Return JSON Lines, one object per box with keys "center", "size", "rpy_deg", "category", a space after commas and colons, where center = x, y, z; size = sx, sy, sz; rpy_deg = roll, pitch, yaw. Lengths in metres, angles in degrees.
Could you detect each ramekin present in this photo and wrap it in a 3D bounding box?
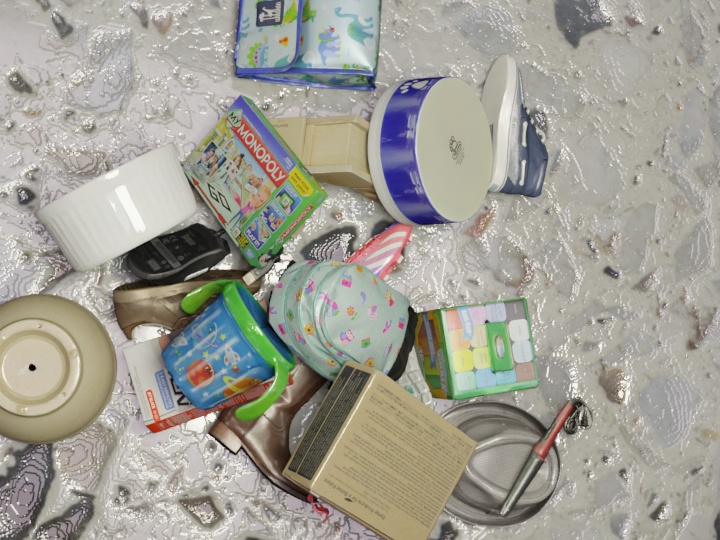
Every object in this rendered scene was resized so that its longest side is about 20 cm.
{"center": [-0.308, -0.078, 1.500], "size": [0.200, 0.200, 0.098], "rpy_deg": [-28, 98, -12], "category": "ramekin"}

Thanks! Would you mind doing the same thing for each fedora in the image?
{"center": [0.193, 0.270, 1.611], "size": [0.200, 0.090, 0.177], "rpy_deg": [16, 82, -9], "category": "fedora"}

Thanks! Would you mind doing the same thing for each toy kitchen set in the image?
{"center": [-0.060, -0.107, 1.610], "size": [0.200, 0.180, 0.164], "rpy_deg": [0, 79, 29], "category": "toy kitchen set"}

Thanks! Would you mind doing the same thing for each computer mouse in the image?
{"center": [-0.201, -0.009, 1.547], "size": [0.200, 0.046, 0.140], "rpy_deg": [-30, 56, -34], "category": "computer mouse"}

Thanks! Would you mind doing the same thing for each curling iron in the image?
{"center": [0.250, 0.253, 1.570], "size": [0.050, 0.026, 0.200], "rpy_deg": [44, 71, -10], "category": "curling iron"}

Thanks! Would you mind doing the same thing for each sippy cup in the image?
{"center": [-0.171, 0.102, 1.453], "size": [0.130, 0.178, 0.140], "rpy_deg": [-35, 109, 3], "category": "sippy cup"}

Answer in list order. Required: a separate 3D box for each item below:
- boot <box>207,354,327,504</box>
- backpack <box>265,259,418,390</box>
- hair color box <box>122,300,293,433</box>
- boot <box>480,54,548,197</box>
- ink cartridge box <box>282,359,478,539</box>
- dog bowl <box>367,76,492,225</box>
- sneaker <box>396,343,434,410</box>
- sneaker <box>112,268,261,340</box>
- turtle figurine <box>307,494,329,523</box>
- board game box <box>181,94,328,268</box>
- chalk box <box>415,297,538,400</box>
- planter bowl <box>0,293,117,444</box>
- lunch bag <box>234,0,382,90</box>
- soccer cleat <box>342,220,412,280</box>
{"center": [-0.080, 0.194, 1.586], "size": [0.186, 0.064, 0.200], "rpy_deg": [39, 75, -6], "category": "boot"}
{"center": [-0.020, 0.061, 1.476], "size": [0.200, 0.126, 0.167], "rpy_deg": [38, 59, -39], "category": "backpack"}
{"center": [-0.201, 0.127, 1.540], "size": [0.200, 0.064, 0.111], "rpy_deg": [-19, 72, -5], "category": "hair color box"}
{"center": [0.226, -0.206, 1.682], "size": [0.090, 0.073, 0.201], "rpy_deg": [9, 84, -24], "category": "boot"}
{"center": [0.027, 0.230, 1.420], "size": [0.200, 0.075, 0.165], "rpy_deg": [39, 76, -33], "category": "ink cartridge box"}
{"center": [0.098, -0.162, 1.584], "size": [0.200, 0.079, 0.201], "rpy_deg": [1, 88, -54], "category": "dog bowl"}
{"center": [0.067, 0.163, 1.576], "size": [0.077, 0.091, 0.200], "rpy_deg": [-16, 63, 15], "category": "sneaker"}
{"center": [-0.232, 0.046, 1.575], "size": [0.199, 0.070, 0.076], "rpy_deg": [-6, 105, -8], "category": "sneaker"}
{"center": [-0.012, 0.255, 1.542], "size": [0.200, 0.101, 0.150], "rpy_deg": [-9, 62, -36], "category": "turtle figurine"}
{"center": [-0.144, -0.120, 1.540], "size": [0.135, 0.029, 0.200], "rpy_deg": [-47, 60, 16], "category": "board game box"}
{"center": [0.158, 0.106, 1.564], "size": [0.123, 0.200, 0.125], "rpy_deg": [-7, 86, -11], "category": "chalk box"}
{"center": [-0.415, 0.126, 1.489], "size": [0.200, 0.135, 0.201], "rpy_deg": [1, 85, -11], "category": "planter bowl"}
{"center": [-0.072, -0.345, 1.610], "size": [0.199, 0.127, 0.171], "rpy_deg": [4, 86, 3], "category": "lunch bag"}
{"center": [0.000, 0.000, 1.616], "size": [0.076, 0.067, 0.200], "rpy_deg": [35, 82, -1], "category": "soccer cleat"}
